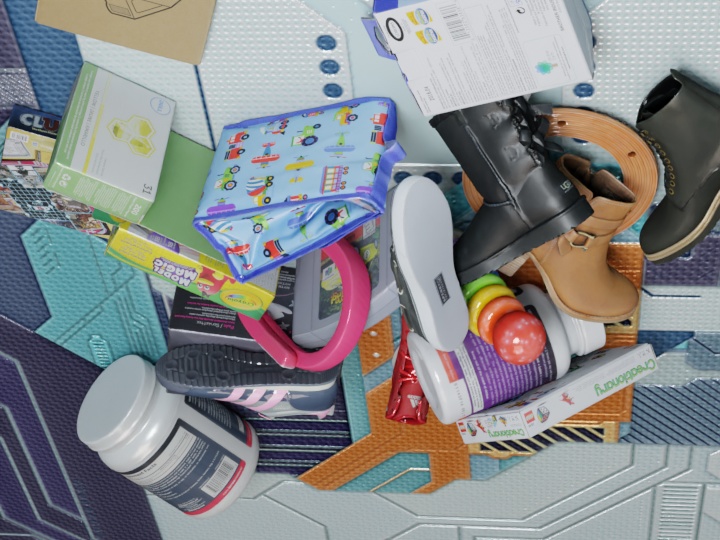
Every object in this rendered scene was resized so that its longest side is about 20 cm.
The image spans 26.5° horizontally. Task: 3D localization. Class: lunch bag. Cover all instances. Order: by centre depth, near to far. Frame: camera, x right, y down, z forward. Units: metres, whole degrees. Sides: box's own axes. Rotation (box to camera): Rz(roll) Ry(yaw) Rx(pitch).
[{"bbox_3d":[-0.047,-0.094,1.496,0.199,0.151,0.094,-18,128,26],"label":"lunch bag"}]

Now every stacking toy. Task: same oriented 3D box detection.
[{"bbox_3d":[0.129,0.032,1.584,0.085,0.200,0.086,-14,122,-23],"label":"stacking toy"}]

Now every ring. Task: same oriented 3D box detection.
[{"bbox_3d":[0.204,-0.096,1.564,0.199,0.019,0.201,5,140,4],"label":"ring"}]

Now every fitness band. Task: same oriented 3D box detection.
[{"bbox_3d":[-0.062,0.020,1.610,0.037,0.200,0.144,19,107,-43],"label":"fitness band"}]

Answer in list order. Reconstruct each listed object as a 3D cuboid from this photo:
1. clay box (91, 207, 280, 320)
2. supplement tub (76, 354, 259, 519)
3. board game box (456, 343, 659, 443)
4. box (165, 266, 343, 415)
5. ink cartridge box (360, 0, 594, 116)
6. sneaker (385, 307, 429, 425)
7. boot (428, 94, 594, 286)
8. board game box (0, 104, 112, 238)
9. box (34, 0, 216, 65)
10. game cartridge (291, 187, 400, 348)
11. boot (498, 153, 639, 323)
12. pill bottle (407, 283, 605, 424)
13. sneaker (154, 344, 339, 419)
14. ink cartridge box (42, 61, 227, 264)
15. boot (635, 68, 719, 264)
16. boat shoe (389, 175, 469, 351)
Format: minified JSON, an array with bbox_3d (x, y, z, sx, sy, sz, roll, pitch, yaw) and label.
[{"bbox_3d":[-0.176,-0.039,1.554,0.199,0.115,0.048,24,132,-14],"label":"clay box"},{"bbox_3d":[-0.237,0.207,1.894,0.140,0.141,0.200,-26,129,34],"label":"supplement tub"},{"bbox_3d":[0.219,0.136,1.698,0.126,0.199,0.035,-17,96,60],"label":"board game box"},{"bbox_3d":[-0.116,0.076,1.741,0.199,0.115,0.133,9,140,-1],"label":"box"},{"bbox_3d":[0.098,-0.222,1.384,0.199,0.077,0.137,-12,136,19],"label":"ink cartridge box"},{"bbox_3d":[0.074,0.106,1.746,0.078,0.116,0.201,6,140,1],"label":"sneaker"},{"bbox_3d":[0.122,-0.087,1.494,0.198,0.073,0.163,-31,92,42],"label":"boot"},{"bbox_3d":[-0.283,-0.094,1.627,0.199,0.035,0.136,16,139,-10],"label":"board game box"},{"bbox_3d":[-0.205,-0.283,1.400,0.163,0.021,0.200,15,139,-9],"label":"box"},{"bbox_3d":[0.000,0.000,1.618,0.041,0.134,0.200,25,137,-36],"label":"game cartridge"},{"bbox_3d":[0.239,-0.035,1.572,0.199,0.077,0.155,29,133,-13],"label":"boot"},{"bbox_3d":[0.161,0.082,1.670,0.199,0.112,0.112,-21,139,-7],"label":"pill bottle"},{"bbox_3d":[-0.124,0.131,1.661,0.199,0.070,0.082,4,132,2],"label":"sneaker"},{"bbox_3d":[-0.203,-0.106,1.513,0.199,0.146,0.048,22,136,-17],"label":"ink cartridge box"},{"bbox_3d":[0.301,-0.105,1.496,0.138,0.078,0.200,22,124,-21],"label":"boot"},{"bbox_3d":[0.055,-0.006,1.489,0.056,0.069,0.201,20,137,41],"label":"boat shoe"}]
